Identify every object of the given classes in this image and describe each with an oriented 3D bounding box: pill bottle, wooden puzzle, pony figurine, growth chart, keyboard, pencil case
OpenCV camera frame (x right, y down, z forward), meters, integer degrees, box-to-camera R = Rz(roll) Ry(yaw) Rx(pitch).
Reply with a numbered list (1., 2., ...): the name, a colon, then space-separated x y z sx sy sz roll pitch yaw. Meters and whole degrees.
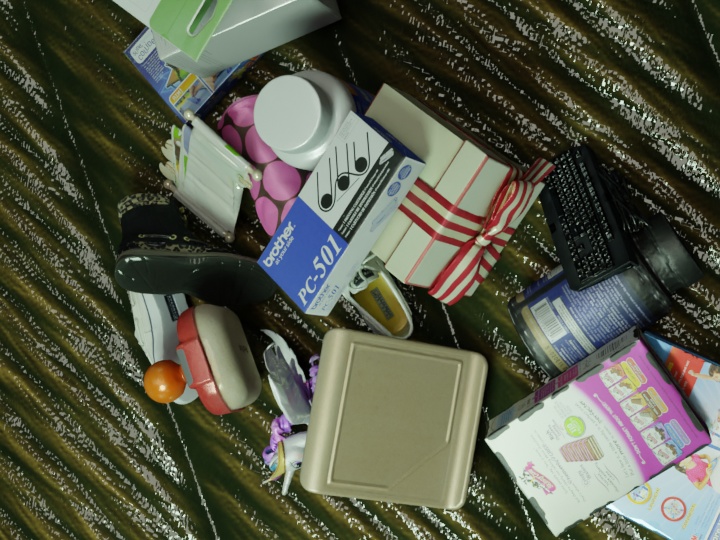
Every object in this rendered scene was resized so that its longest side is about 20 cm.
1. pill bottle: 0.271 0.026 1.230 0.199 0.112 0.112 -35 80 16
2. wooden puzzle: 0.038 0.172 1.281 0.198 0.037 0.187 11 87 -16
3. pony figurine: -0.042 0.157 1.333 0.198 0.167 0.195 -15 97 2
4. growth chart: -0.191 -0.115 1.371 0.145 0.200 0.018 45 61 7
5. keyboard: 0.248 -0.074 1.215 0.103 0.040 0.201 -27 43 17
6. pencil case: -0.107 -0.113 1.376 0.094 0.090 0.201 -38 73 58
7. pill bottle: -0.043 -0.169 1.286 0.111 0.200 0.113 0 89 21

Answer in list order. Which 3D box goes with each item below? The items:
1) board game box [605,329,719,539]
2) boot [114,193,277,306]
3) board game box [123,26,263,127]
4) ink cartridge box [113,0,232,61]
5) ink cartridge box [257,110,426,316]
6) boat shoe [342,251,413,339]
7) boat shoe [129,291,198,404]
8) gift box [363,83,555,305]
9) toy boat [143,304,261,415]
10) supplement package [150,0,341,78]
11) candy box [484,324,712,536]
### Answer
1. board game box: 0.366 0.196 1.229 0.195 0.056 0.201 25 99 17
2. boot: -0.209 -0.032 1.398 0.202 0.154 0.074 6 124 -20
3. board game box: -0.193 -0.303 1.424 0.200 0.034 0.136 -44 78 14
4. ink cartridge box: -0.217 -0.325 1.256 0.199 0.059 0.104 37 100 17
5. ink cartridge box: -0.023 -0.059 1.190 0.094 0.044 0.201 43 109 32
6. boat shoe: -0.003 0.004 1.300 0.074 0.086 0.203 -35 103 -7
7. boat shoe: -0.259 0.077 1.445 0.070 0.071 0.202 -19 88 45
8. gift box: 0.096 -0.085 1.256 0.187 0.199 0.185 41 110 30
9. toy boat: -0.199 0.119 1.343 0.130 0.200 0.132 -21 84 2
10. supplement package: -0.144 -0.329 1.326 0.198 0.120 0.122 -19 82 17
11. candy box: 0.252 0.172 1.193 0.199 0.061 0.137 -35 94 15
